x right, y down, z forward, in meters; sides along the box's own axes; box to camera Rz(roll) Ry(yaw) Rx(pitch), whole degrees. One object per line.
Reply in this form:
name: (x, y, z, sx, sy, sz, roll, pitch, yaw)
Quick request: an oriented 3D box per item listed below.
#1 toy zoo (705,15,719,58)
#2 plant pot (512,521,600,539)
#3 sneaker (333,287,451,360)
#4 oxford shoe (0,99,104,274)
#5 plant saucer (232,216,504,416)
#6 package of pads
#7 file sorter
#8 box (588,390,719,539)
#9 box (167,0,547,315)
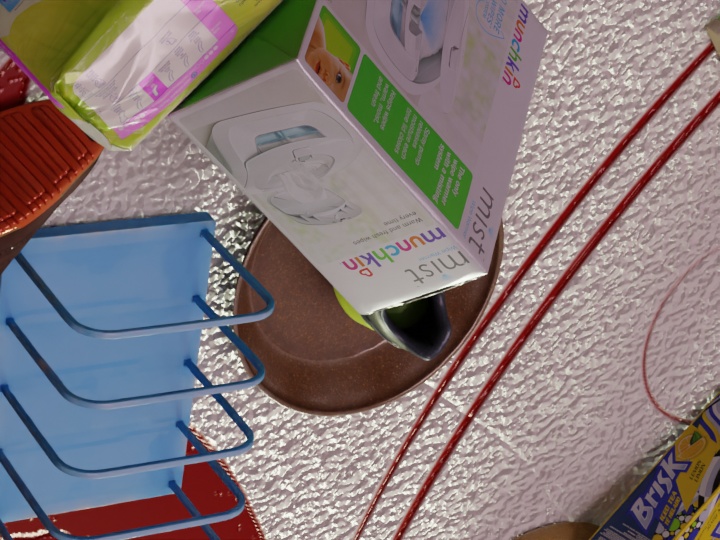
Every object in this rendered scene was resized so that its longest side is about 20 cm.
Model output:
toy zoo: (0.343, -0.186, 1.468, 0.200, 0.020, 0.131, -41, 131, -6)
plant pot: (0.139, 0.287, 1.619, 0.200, 0.027, 0.200, -16, 126, -24)
sneaker: (0.008, -0.025, 1.260, 0.074, 0.081, 0.200, -39, 131, -8)
oxford shoe: (-0.225, -0.023, 1.180, 0.200, 0.071, 0.073, -38, 157, -10)
plant saucer: (0.000, 0.000, 1.348, 0.200, 0.037, 0.201, -16, 124, -25)
package of pads: (-0.103, -0.171, 1.097, 0.200, 0.155, 0.068, -45, 132, -2)
file sorter: (-0.139, 0.085, 1.251, 0.139, 0.123, 0.200, -7, 120, -30)
box: (0.256, 0.179, 1.586, 0.200, 0.064, 0.070, -46, 132, -12)
box: (0.004, -0.109, 1.156, 0.097, 0.200, 0.176, -20, 128, 35)
